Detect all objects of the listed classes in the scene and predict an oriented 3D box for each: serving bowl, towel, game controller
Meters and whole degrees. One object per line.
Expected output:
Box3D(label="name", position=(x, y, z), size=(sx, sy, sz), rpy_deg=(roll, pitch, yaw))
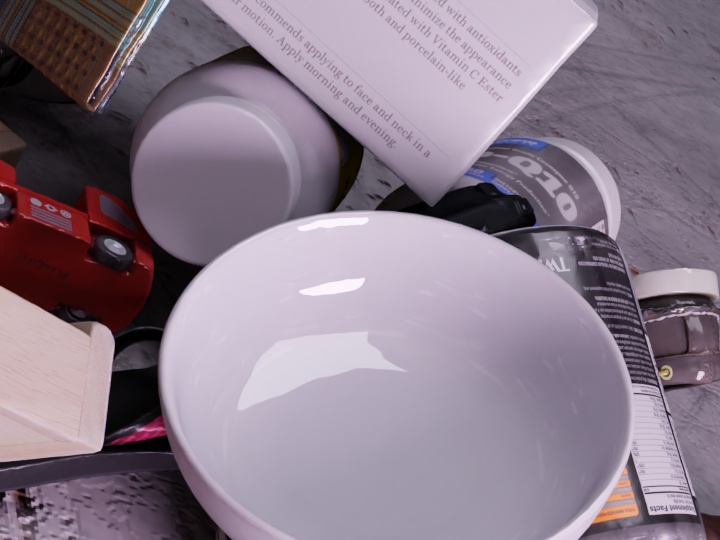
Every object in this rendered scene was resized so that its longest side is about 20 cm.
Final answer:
Box3D(label="serving bowl", position=(0.013, 0.066, 0.814), size=(0.199, 0.066, 0.201), rpy_deg=(4, 44, -4))
Box3D(label="towel", position=(-0.118, -0.192, 0.956), size=(0.147, 0.201, 0.022), rpy_deg=(38, 9, 39))
Box3D(label="game controller", position=(0.000, 0.000, 0.989), size=(0.199, 0.104, 0.042), rpy_deg=(-20, 84, -43))

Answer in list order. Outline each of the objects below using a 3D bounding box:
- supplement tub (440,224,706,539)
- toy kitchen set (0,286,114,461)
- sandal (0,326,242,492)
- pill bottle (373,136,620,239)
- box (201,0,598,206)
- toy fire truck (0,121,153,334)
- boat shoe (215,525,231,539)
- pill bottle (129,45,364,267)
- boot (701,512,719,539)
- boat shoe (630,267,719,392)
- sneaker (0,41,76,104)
Box3D(label="supplement tub", position=(0.091, 0.090, 0.915), size=(0.122, 0.122, 0.201), rpy_deg=(7, 62, -44))
Box3D(label="toy kitchen set", position=(-0.157, -0.019, 0.733), size=(0.163, 0.179, 0.201), rpy_deg=(35, 53, -54))
Box3D(label="sandal", position=(-0.097, 0.055, 0.848), size=(0.199, 0.045, 0.075), rpy_deg=(-8, 33, -38))
Box3D(label="pill bottle", position=(0.086, -0.019, 1.174), size=(0.114, 0.114, 0.200), rpy_deg=(39, 25, 11))
Box3D(label="box", position=(0.013, -0.160, 1.033), size=(0.199, 0.131, 0.200), rpy_deg=(42, 13, -4))
Box3D(label="toy fire truck", position=(-0.201, -0.052, 0.961), size=(0.199, 0.049, 0.141), rpy_deg=(23, 26, -25))
Box3D(label="boat shoe", position=(-0.015, 0.153, 0.806), size=(0.074, 0.062, 0.200), rpy_deg=(22, 29, -28))
Box3D(label="pill bottle", position=(-0.062, -0.060, 1.030), size=(0.111, 0.112, 0.200), rpy_deg=(34, 13, 0))
Box3D(label="boot", position=(0.203, 0.185, 1.023), size=(0.199, 0.064, 0.187), rpy_deg=(25, 28, -29))
Box3D(label="boat shoe", position=(0.125, 0.057, 1.034), size=(0.071, 0.201, 0.061), rpy_deg=(1, 71, -25))
Box3D(label="sneaker", position=(-0.231, -0.126, 1.050), size=(0.199, 0.074, 0.080), rpy_deg=(18, 48, -30))
